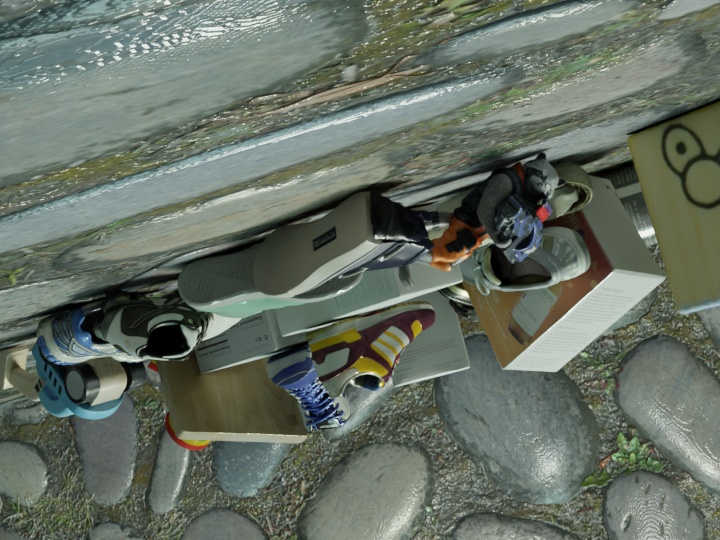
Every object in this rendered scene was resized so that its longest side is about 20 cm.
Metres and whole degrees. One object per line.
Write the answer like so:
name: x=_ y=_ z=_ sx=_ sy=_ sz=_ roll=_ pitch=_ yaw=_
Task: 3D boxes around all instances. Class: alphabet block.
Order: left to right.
alphabet block: x=0.432 y=-0.083 z=1.393 sx=0.194 sy=0.202 sz=0.195 roll=-18 pitch=176 yaw=41

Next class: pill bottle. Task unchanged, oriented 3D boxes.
pill bottle: x=0.354 y=-0.081 z=1.763 sx=0.198 sy=0.115 sz=0.113 roll=-17 pitch=176 yaw=16

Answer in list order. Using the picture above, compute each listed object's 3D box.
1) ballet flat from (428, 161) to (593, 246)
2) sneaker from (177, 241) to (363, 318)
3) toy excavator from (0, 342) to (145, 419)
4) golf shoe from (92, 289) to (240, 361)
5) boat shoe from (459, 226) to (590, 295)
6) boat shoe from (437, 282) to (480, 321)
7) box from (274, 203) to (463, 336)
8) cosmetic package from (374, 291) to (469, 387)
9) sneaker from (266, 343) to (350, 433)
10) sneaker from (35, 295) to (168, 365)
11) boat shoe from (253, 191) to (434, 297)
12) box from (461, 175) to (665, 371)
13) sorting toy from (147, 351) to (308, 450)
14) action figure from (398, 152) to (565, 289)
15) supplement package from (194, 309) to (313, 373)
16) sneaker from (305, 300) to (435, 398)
ballet flat: x=0.166 y=-0.068 z=1.453 sx=0.198 sy=0.068 sz=0.063 roll=-23 pitch=-148 yaw=-1
sneaker: x=-0.088 y=0.007 z=1.415 sx=0.198 sy=0.075 sz=0.118 roll=-7 pitch=171 yaw=8
toy excavator: x=-0.400 y=0.139 z=1.714 sx=0.099 sy=0.195 sz=0.201 roll=-12 pitch=147 yaw=-49
golf shoe: x=-0.199 y=0.068 z=1.464 sx=0.198 sy=0.079 sz=0.094 roll=-9 pitch=-144 yaw=-42
boat shoe: x=0.171 y=-0.009 z=1.485 sx=0.064 sy=0.075 sz=0.201 roll=-29 pitch=-161 yaw=-33
boat shoe: x=0.149 y=0.035 z=1.701 sx=0.065 sy=0.073 sz=0.199 roll=-52 pitch=151 yaw=17
box: x=0.000 y=0.000 z=1.534 sx=0.199 sy=0.099 sz=0.124 roll=-20 pitch=175 yaw=41
cosmetic package: x=0.073 y=0.047 z=1.766 sx=0.111 sy=0.203 sz=0.081 roll=-13 pitch=176 yaw=4
sneaker: x=-0.055 y=0.153 z=1.696 sx=0.080 sy=0.117 sz=0.199 roll=-19 pitch=175 yaw=8
sneaker: x=-0.274 y=0.066 z=1.521 sx=0.085 sy=0.078 sz=0.199 roll=-24 pitch=172 yaw=40
boat shoe: x=-0.015 y=-0.015 z=1.275 sx=0.092 sy=0.076 sz=0.199 roll=12 pitch=158 yaw=-39
box: x=0.235 y=0.003 z=1.562 sx=0.106 sy=0.153 sz=0.200 roll=6 pitch=138 yaw=-42
sorting toy: x=-0.193 y=0.154 z=1.758 sx=0.197 sy=0.202 sz=0.070 roll=8 pitch=138 yaw=-37
action figure: x=0.117 y=-0.056 z=1.310 sx=0.192 sy=0.105 sz=0.200 roll=-31 pitch=165 yaw=-1
supplement package: x=-0.108 y=0.051 z=1.728 sx=0.155 sy=0.112 sz=0.199 roll=-19 pitch=175 yaw=42
sneaker: x=0.020 y=0.096 z=1.564 sx=0.199 sy=0.091 sz=0.075 roll=-13 pitch=175 yaw=-41
